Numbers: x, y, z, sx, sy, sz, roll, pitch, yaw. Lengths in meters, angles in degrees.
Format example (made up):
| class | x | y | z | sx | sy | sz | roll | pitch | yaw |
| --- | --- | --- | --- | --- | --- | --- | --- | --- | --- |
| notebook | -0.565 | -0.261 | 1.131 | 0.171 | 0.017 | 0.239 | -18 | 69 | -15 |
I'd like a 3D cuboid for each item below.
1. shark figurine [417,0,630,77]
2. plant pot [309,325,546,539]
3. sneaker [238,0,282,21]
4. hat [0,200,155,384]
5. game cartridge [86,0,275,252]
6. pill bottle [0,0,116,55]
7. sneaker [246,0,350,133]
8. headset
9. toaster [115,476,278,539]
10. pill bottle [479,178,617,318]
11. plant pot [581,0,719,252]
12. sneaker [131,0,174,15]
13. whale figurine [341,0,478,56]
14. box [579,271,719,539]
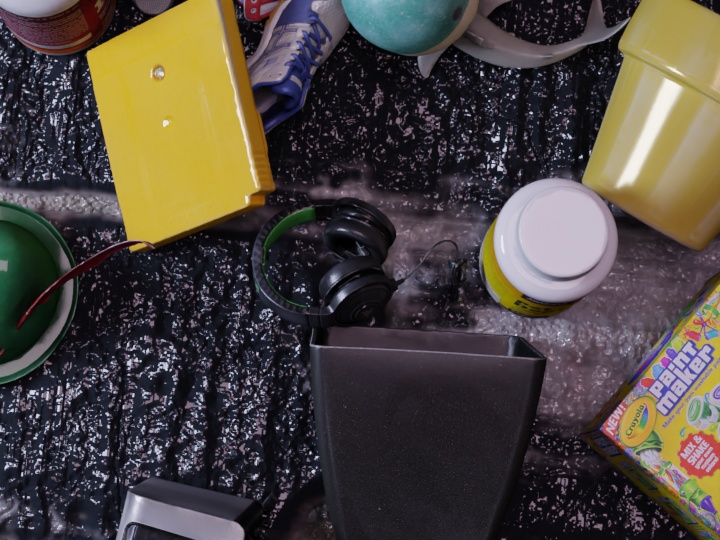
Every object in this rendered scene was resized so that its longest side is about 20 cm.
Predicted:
| class | x | y | z | sx | sy | sz | roll | pitch | yaw |
| --- | --- | --- | --- | --- | --- | --- | --- | --- | --- |
| shark figurine | 0.133 | -0.223 | 1.570 | 0.213 | 0.090 | 0.129 | 19 | 99 | 0 |
| plant pot | 0.052 | 0.148 | 1.485 | 0.199 | 0.200 | 0.179 | 2 | 94 | -1 |
| sneaker | -0.119 | -0.300 | 1.543 | 0.113 | 0.199 | 0.071 | -50 | 45 | 27 |
| hat | -0.318 | 0.011 | 1.475 | 0.165 | 0.176 | 0.200 | 37 | 80 | -13 |
| game cartridge | -0.166 | -0.135 | 1.540 | 0.176 | 0.032 | 0.201 | -18 | 83 | 37 |
| pill bottle | -0.287 | -0.273 | 1.517 | 0.112 | 0.200 | 0.114 | 0 | 83 | -2 |
| sneaker | -0.063 | -0.187 | 1.560 | 0.200 | 0.088 | 0.075 | -50 | 128 | 0 |
| headset | 0.000 | 0.000 | 1.554 | 0.199 | 0.094 | 0.124 | 0 | 60 | 4 |
| toaster | -0.158 | 0.280 | 1.463 | 0.118 | 0.200 | 0.182 | 16 | 90 | 3 |
| pill bottle | 0.168 | -0.020 | 1.496 | 0.109 | 0.200 | 0.110 | 0 | 82 | -1 |
| plant pot | 0.303 | -0.130 | 1.529 | 0.200 | 0.201 | 0.189 | 31 | 99 | 3 |
| sneaker | -0.211 | -0.300 | 1.528 | 0.077 | 0.200 | 0.087 | 2 | 53 | 7 |
| whale figurine | 0.051 | -0.296 | 1.508 | 0.159 | 0.104 | 0.201 | 29 | 103 | 33 |
| box | 0.341 | 0.135 | 1.522 | 0.192 | 0.122 | 0.200 | 40 | 83 | 5 |
